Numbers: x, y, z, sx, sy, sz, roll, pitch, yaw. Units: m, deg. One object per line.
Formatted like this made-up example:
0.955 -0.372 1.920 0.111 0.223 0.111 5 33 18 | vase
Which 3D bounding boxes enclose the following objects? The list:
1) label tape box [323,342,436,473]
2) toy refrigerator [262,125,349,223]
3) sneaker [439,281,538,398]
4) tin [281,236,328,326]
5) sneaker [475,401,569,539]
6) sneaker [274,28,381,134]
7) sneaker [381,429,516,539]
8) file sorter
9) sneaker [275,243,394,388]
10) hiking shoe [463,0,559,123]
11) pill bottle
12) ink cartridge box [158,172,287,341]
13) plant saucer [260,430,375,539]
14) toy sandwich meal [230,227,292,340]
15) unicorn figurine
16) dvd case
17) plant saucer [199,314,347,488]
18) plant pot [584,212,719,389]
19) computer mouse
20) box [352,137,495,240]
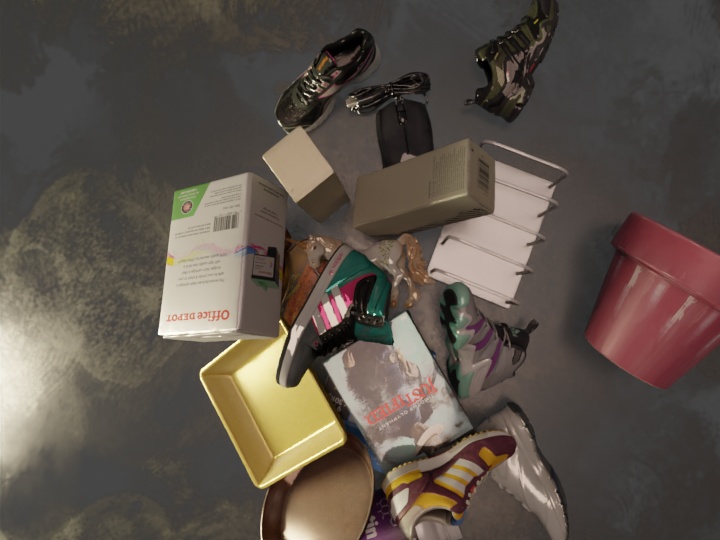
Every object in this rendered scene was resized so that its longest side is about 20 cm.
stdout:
0.015 0.193 0.827 0.141 0.066 0.203 20 87 5 | label tape box
-0.072 -0.125 0.781 0.070 0.200 0.076 -37 86 2 | toy refrigerator
0.189 0.085 0.787 0.137 0.078 0.202 -15 129 -5 | sneaker
-0.097 0.038 0.857 0.112 0.042 0.200 45 91 1 | tin
0.238 0.298 0.810 0.086 0.074 0.203 -29 79 14 | sneaker
-0.057 -0.298 0.845 0.200 0.086 0.080 -45 83 2 | sneaker
0.131 0.286 0.736 0.197 0.076 0.091 -19 47 -11 | sneaker
0.194 -0.065 0.795 0.137 0.125 0.203 21 89 5 | file sorter
-0.017 0.078 0.716 0.119 0.084 0.202 26 80 13 | sneaker
0.225 -0.332 0.829 0.099 0.076 0.203 20 90 2 | hiking shoe
0.040 0.371 0.792 0.197 0.112 0.114 -20 86 3 | pill bottle
-0.180 -0.010 0.736 0.143 0.084 0.204 -7 74 30 | ink cartridge box
-0.054 0.322 0.767 0.200 0.200 0.034 -45 125 2 | plant saucer
-0.186 0.001 0.823 0.201 0.070 0.209 -6 72 19 | toy sandwich meal
0.000 0.000 0.802 0.196 0.074 0.140 -15 78 2 | unicorn figurine
0.055 0.179 0.783 0.144 0.022 0.202 -30 89 2 | dvd case
-0.123 0.188 0.810 0.199 0.048 0.202 -36 80 29 | plant saucer
0.407 0.048 0.749 0.198 0.200 0.181 29 105 5 | plant pot
0.062 -0.201 0.848 0.136 0.053 0.204 -14 86 3 | computer mouse
0.082 -0.104 0.758 0.198 0.068 0.084 -10 67 44 | box
